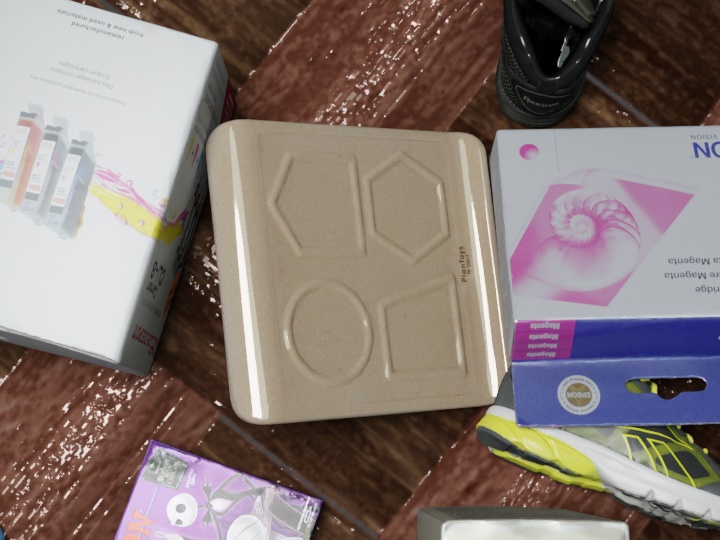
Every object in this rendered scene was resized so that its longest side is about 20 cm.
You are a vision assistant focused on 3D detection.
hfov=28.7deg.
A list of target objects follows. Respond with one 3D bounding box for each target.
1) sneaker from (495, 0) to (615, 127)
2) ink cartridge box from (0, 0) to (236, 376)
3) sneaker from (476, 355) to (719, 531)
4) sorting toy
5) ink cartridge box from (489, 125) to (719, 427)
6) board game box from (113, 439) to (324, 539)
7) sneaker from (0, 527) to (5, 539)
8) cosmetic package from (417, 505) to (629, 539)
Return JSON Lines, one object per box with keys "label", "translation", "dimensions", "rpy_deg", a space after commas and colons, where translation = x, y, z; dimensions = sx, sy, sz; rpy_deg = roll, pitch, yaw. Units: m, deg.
{"label": "sneaker", "translation": [0.132, -0.203, 0.917], "dimensions": [0.076, 0.114, 0.200], "rpy_deg": [11, 80, -1]}
{"label": "ink cartridge box", "translation": [-0.177, -0.048, 0.870], "dimensions": [0.144, 0.145, 0.200], "rpy_deg": [17, 83, 1]}
{"label": "sneaker", "translation": [0.178, 0.105, 0.892], "dimensions": [0.200, 0.074, 0.085], "rpy_deg": [20, 77, -1]}
{"label": "sorting toy", "translation": [0.000, 0.000, 0.894], "dimensions": [0.200, 0.036, 0.185], "rpy_deg": [-1, 80, -32]}
{"label": "ink cartridge box", "translation": [0.188, -0.001, 0.893], "dimensions": [0.196, 0.043, 0.200], "rpy_deg": [-2, 60, -2]}
{"label": "board game box", "translation": [-0.111, 0.221, 0.894], "dimensions": [0.120, 0.032, 0.200], "rpy_deg": [18, 82, 6]}
{"label": "sneaker", "translation": [-0.289, 0.137, 0.872], "dimensions": [0.075, 0.087, 0.200], "rpy_deg": [-34, 85, -7]}
{"label": "cosmetic package", "translation": [0.088, 0.183, 0.816], "dimensions": [0.103, 0.200, 0.087], "rpy_deg": [0, 83, 0]}
